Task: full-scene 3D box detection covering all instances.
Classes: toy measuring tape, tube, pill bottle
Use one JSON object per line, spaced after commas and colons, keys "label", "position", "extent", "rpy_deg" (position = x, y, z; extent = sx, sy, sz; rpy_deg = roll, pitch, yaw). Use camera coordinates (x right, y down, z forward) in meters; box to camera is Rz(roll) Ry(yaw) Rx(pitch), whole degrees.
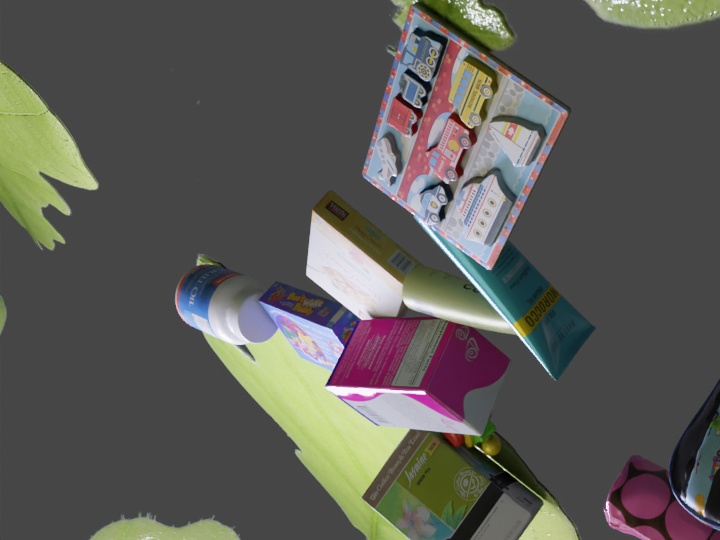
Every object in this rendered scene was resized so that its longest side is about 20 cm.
{"label": "toy measuring tape", "position": [0.111, 0.170, 1.308], "extent": [0.200, 0.073, 0.074], "rpy_deg": [46, 162, 22]}
{"label": "tube", "position": [0.127, 0.039, 1.033], "extent": [0.199, 0.058, 0.052], "rpy_deg": [19, 134, 49]}
{"label": "tube", "position": [0.133, 0.005, 0.926], "extent": [0.200, 0.077, 0.050], "rpy_deg": [47, 152, 0]}
{"label": "pill bottle", "position": [-0.214, 0.058, 1.626], "extent": [0.199, 0.112, 0.113], "rpy_deg": [14, 145, 52]}

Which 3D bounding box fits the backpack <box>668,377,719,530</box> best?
{"label": "backpack", "position": [0.302, 0.109, 0.615], "extent": [0.135, 0.200, 0.182], "rpy_deg": [51, 158, -22]}

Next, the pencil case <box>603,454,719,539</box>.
{"label": "pencil case", "position": [0.347, 0.276, 1.023], "extent": [0.199, 0.094, 0.091], "rpy_deg": [29, 156, 37]}

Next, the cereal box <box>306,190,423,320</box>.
{"label": "cereal box", "position": [0.000, 0.000, 1.206], "extent": [0.143, 0.040, 0.200], "rpy_deg": [39, 159, 11]}

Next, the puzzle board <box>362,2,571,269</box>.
{"label": "puzzle board", "position": [0.077, -0.101, 0.822], "extent": [0.150, 0.017, 0.201], "rpy_deg": [38, 146, 15]}

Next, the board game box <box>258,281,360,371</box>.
{"label": "board game box", "position": [-0.055, 0.096, 1.496], "extent": [0.199, 0.045, 0.135], "rpy_deg": [17, 148, 51]}

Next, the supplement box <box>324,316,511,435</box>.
{"label": "supplement box", "position": [0.066, 0.124, 1.179], "extent": [0.101, 0.104, 0.199], "rpy_deg": [39, 156, -27]}

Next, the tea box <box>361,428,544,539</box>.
{"label": "tea box", "position": [0.131, 0.316, 1.364], "extent": [0.196, 0.134, 0.200], "rpy_deg": [36, -179, 16]}
